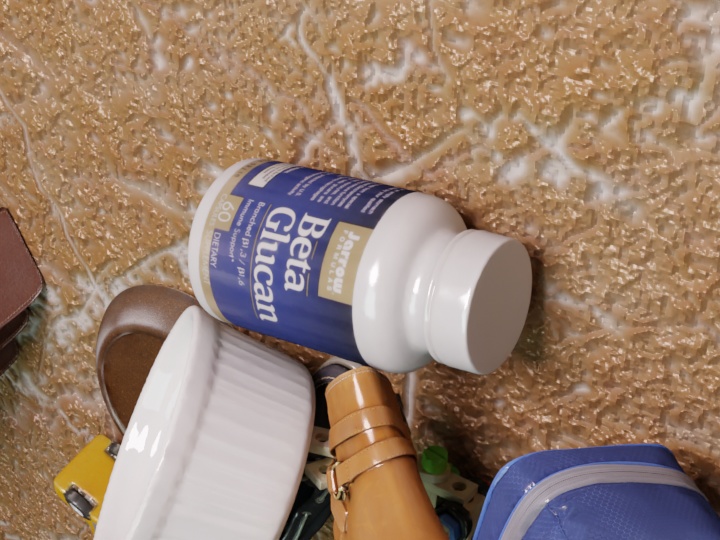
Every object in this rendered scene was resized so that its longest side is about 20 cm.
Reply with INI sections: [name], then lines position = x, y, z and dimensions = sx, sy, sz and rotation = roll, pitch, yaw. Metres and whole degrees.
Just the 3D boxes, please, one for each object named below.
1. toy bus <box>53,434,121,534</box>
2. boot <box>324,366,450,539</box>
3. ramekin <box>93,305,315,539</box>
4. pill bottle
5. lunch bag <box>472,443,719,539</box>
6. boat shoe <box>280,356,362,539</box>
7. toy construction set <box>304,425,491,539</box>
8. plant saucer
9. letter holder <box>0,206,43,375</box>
[toy bus]
position = -0.170, 0.230, 1.109
dimensions = 0.200, 0.065, 0.078
rotation = 35, 155, 16
[boot]
position = 0.017, 0.131, 0.746
dimensions = 0.200, 0.073, 0.156
rotation = 140, 124, -70
[ramekin]
position = -0.108, 0.135, 0.895
dimensions = 0.097, 0.201, 0.201
rotation = 21, 136, -14
[pill bottle]
position = 0.000, 0.000, 0.802
dimensions = 0.199, 0.111, 0.112
rotation = 14, 125, 32
[lunch bag]
position = 0.132, 0.203, 0.742
dimensions = 0.133, 0.135, 0.201
rotation = -119, 37, -54
[boat shoe]
position = -0.037, 0.145, 0.958
dimensions = 0.073, 0.063, 0.201
rotation = 37, 134, 14
[toy construction set]
position = 0.023, 0.182, 0.921
dimensions = 0.131, 0.092, 0.201
rotation = 22, 138, 28
[plant saucer]
position = -0.147, 0.107, 1.047
dimensions = 0.199, 0.032, 0.201
rotation = 20, 127, 29
[letter holder]
position = -0.359, 0.060, 1.066
dimensions = 0.100, 0.200, 0.143
rotation = -13, 109, 42
